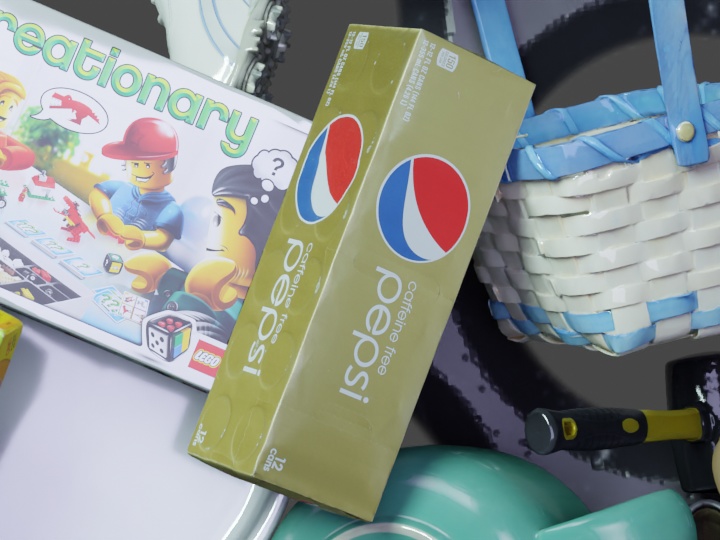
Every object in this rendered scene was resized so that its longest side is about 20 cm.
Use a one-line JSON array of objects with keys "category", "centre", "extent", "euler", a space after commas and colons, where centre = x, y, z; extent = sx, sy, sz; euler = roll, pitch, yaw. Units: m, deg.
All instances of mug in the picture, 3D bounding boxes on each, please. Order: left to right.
[{"category": "mug", "centre": [0.038, 0.140, 1.323], "extent": [0.152, 0.114, 0.186], "euler": [37, 99, 18]}]

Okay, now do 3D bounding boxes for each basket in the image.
[{"category": "basket", "centre": [0.104, -0.069, 1.344], "extent": [0.138, 0.176, 0.201], "euler": [-20, 103, -19]}]

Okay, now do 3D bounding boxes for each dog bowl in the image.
[{"category": "dog bowl", "centre": [-0.127, 0.068, 1.361], "extent": [0.199, 0.079, 0.201], "euler": [0, 88, -4]}]

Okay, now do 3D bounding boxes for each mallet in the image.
[{"category": "mallet", "centre": [0.124, 0.059, 1.335], "extent": [0.041, 0.200, 0.066], "euler": [-10, 76, 30]}]

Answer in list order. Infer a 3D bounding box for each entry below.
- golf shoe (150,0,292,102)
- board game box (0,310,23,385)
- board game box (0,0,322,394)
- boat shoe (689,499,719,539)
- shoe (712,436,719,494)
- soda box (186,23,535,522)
[{"category": "golf shoe", "centre": [-0.075, -0.133, 1.383], "extent": [0.097, 0.078, 0.201], "euler": [15, 77, 3]}, {"category": "board game box", "centre": [-0.220, 0.090, 1.297], "extent": [0.095, 0.030, 0.201], "euler": [27, 108, 12]}, {"category": "board game box", "centre": [-0.129, -0.042, 1.309], "extent": [0.199, 0.035, 0.127], "euler": [23, 84, -1]}, {"category": "boat shoe", "centre": [0.155, 0.182, 1.323], "extent": [0.071, 0.201, 0.065], "euler": [-5, 127, 8]}, {"category": "shoe", "centre": [0.223, 0.147, 1.320], "extent": [0.070, 0.053, 0.201], "euler": [-23, 77, -36]}, {"category": "soda box", "centre": [0.000, 0.000, 1.276], "extent": [0.064, 0.068, 0.201], "euler": [22, 85, -28]}]
